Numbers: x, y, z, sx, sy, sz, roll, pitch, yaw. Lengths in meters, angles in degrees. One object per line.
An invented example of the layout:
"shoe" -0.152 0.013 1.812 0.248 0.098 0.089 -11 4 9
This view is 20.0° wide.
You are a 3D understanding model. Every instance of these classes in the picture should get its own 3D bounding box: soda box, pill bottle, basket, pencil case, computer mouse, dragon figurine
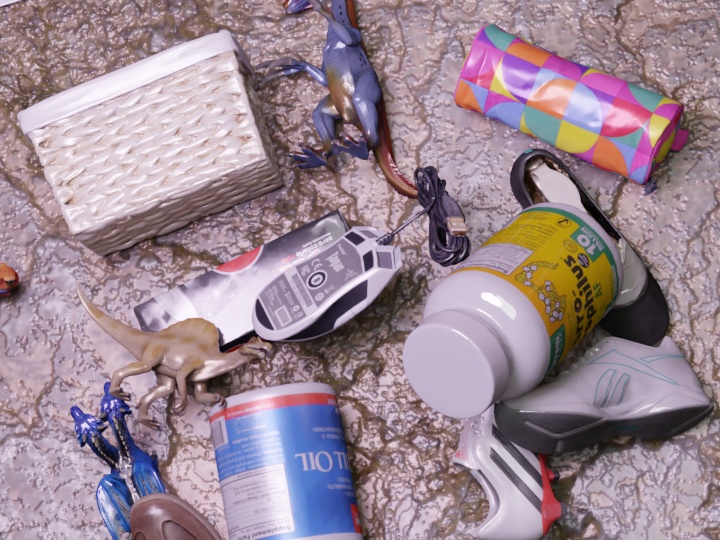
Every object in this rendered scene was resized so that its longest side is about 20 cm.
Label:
"soda box" -0.090 0.024 1.769 0.200 0.063 0.071 -26 76 1
"pill bottle" -0.057 0.202 1.701 0.112 0.112 0.200 -12 77 4
"pill bottle" 0.120 0.034 1.638 0.113 0.113 0.200 37 42 13
"basket" -0.176 -0.105 1.774 0.200 0.136 0.124 -21 80 2
"pencil case" 0.181 -0.142 1.762 0.200 0.088 0.089 26 82 12
"computer mouse" 0.000 0.000 1.701 0.200 0.044 0.110 -33 43 4
"dragon figurine" -0.188 0.195 1.725 0.059 0.099 0.200 -24 76 2

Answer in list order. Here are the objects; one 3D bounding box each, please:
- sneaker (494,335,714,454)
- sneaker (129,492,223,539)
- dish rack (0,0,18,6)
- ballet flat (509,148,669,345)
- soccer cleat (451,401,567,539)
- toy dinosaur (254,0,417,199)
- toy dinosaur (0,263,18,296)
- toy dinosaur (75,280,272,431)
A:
"sneaker" 0.193 0.101 1.691 0.200 0.070 0.080 -4 60 -28
"sneaker" -0.133 0.278 1.673 0.070 0.076 0.200 -23 103 12
"dish rack" -0.361 -0.326 1.892 0.200 0.044 0.172 -16 75 3
"ballet flat" 0.191 -0.022 1.739 0.068 0.068 0.200 -36 76 -6
"soccer cleat" 0.113 0.131 1.715 0.085 0.069 0.200 -10 81 -11
"toy dinosaur" -0.020 -0.174 1.816 0.105 0.200 0.182 -21 46 39
"toy dinosaur" -0.399 0.027 1.793 0.181 0.105 0.200 -34 63 -21
"toy dinosaur" -0.166 0.076 1.714 0.200 0.058 0.101 13 58 24
